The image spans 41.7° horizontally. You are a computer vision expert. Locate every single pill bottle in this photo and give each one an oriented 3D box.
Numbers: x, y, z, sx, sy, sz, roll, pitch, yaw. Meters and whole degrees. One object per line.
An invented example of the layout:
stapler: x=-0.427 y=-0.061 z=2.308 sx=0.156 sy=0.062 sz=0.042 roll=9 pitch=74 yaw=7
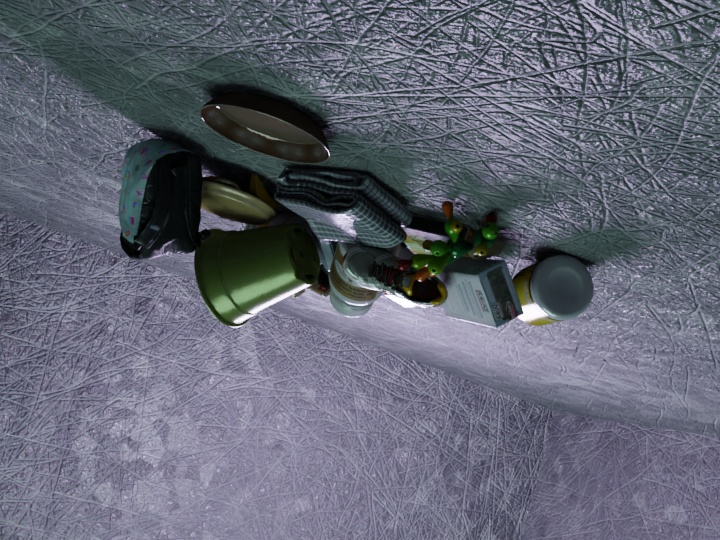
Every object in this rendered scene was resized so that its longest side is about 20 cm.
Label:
pill bottle: x=-0.144 y=-0.062 z=1.957 sx=0.199 sy=0.112 sz=0.111 roll=7 pitch=166 yaw=46
pill bottle: x=0.000 y=0.000 z=1.791 sx=0.114 sy=0.115 sz=0.200 roll=17 pitch=144 yaw=-1
pill bottle: x=0.332 y=0.040 z=1.702 sx=0.112 sy=0.113 sz=0.200 roll=18 pitch=170 yaw=-6

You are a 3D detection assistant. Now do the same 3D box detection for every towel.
towel: x=-0.033 y=-0.106 z=1.610 sx=0.199 sy=0.086 sz=0.165 roll=10 pitch=167 yaw=38

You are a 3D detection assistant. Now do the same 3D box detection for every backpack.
backpack: x=-0.357 y=-0.131 z=1.686 sx=0.126 sy=0.201 sz=0.166 roll=26 pitch=-153 yaw=35

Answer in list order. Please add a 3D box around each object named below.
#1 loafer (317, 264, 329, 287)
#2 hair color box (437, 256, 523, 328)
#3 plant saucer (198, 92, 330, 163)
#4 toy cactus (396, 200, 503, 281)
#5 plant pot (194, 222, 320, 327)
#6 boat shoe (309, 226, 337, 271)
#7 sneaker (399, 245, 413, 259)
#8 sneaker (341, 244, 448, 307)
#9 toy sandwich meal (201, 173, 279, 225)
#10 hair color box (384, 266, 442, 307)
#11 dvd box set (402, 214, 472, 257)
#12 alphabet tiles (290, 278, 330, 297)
loafer: x=-0.069 y=-0.002 z=1.976 sx=0.200 sy=0.070 sz=0.068 roll=35 pitch=168 yaw=49
hair color box: x=0.199 y=0.034 z=1.657 sx=0.060 sy=0.100 sz=0.200 roll=-25 pitch=-169 yaw=-17
plant saucer: x=-0.134 y=-0.210 z=1.373 sx=0.199 sy=0.035 sz=0.200 roll=18 pitch=170 yaw=3
toy cactus: x=0.168 y=-0.046 z=1.575 sx=0.164 sy=0.103 sz=0.200 roll=-2 pitch=155 yaw=-42
plant pot: x=-0.185 y=-0.008 z=1.826 sx=0.189 sy=0.202 sz=0.200 roll=-15 pitch=156 yaw=24
boat shoe: x=-0.054 y=-0.079 z=1.806 sx=0.074 sy=0.068 sz=0.200 roll=55 pitch=166 yaw=42
sneaker: x=0.025 y=-0.035 z=1.947 sx=0.199 sy=0.077 sz=0.081 roll=10 pitch=158 yaw=30
sneaker: x=0.064 y=0.008 z=1.643 sx=0.199 sy=0.078 sz=0.082 roll=18 pitch=179 yaw=-9
toy sandwich meal: x=-0.241 y=-0.147 z=1.806 sx=0.204 sy=0.071 sz=0.205 roll=16 pitch=167 yaw=4
hair color box: x=0.158 y=0.032 z=1.848 sx=0.199 sy=0.062 sz=0.101 roll=-2 pitch=163 yaw=28
dvd box set: x=0.147 y=-0.053 z=1.748 sx=0.145 sy=0.030 sz=0.200 roll=14 pitch=169 yaw=19
alphabet tiles: x=-0.113 y=-0.007 z=2.049 sx=0.195 sy=0.015 sz=0.200 roll=27 pitch=-140 yaw=28
